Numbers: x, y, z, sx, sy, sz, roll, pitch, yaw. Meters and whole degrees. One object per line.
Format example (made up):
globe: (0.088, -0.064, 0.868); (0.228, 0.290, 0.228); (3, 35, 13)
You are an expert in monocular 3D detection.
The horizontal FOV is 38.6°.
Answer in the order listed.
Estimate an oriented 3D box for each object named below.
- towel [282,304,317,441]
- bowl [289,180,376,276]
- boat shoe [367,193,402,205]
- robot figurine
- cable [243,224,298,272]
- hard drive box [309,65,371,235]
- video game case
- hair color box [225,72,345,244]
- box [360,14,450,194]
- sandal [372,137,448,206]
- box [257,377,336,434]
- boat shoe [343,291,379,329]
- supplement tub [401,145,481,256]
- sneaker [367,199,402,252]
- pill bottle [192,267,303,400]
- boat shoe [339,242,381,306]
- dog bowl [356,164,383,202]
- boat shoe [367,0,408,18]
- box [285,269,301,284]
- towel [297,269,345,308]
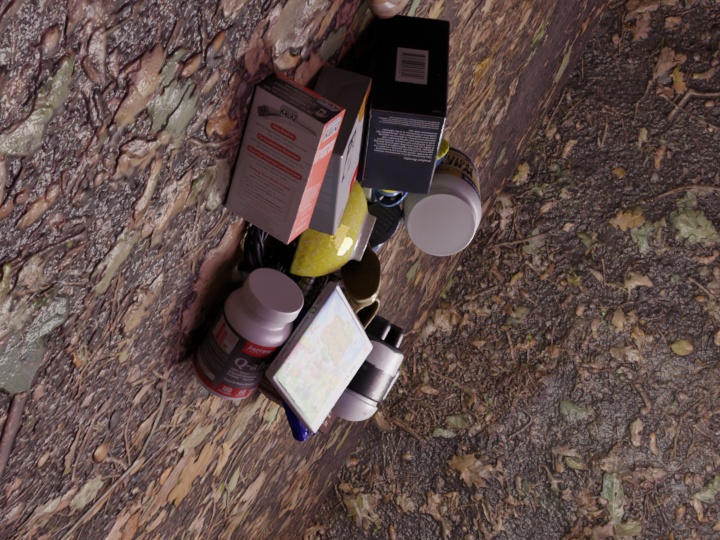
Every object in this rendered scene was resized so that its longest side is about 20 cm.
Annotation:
towel: (-0.094, 0.173, 1.726); (0.148, 0.049, 0.201); (-75, 163, -44)
bowl: (-0.037, -0.071, 1.725); (0.200, 0.107, 0.202); (-158, -90, -88)
boat shoe: (0.042, -0.112, 1.988); (0.073, 0.065, 0.200); (-45, -172, -18)
robot figurine: (0.002, 0.182, 1.931); (0.201, 0.149, 0.125); (-63, -178, -4)
cable: (-0.128, -0.059, 1.644); (0.164, 0.051, 0.200); (-60, 167, -1)
hard drive box: (-0.046, -0.178, 1.546); (0.201, 0.076, 0.157); (99, 9, -59)
video game case: (-0.061, 0.143, 1.652); (0.183, 0.022, 0.201); (-55, 146, -20)
hair color box: (-0.104, -0.150, 1.396); (0.064, 0.110, 0.201); (-45, 161, -50)
box: (0.071, -0.262, 1.633); (0.199, 0.122, 0.202); (100, -4, -59)
sandal: (0.080, -0.178, 1.786); (0.200, 0.079, 0.087); (-39, 161, -37)
box: (-0.096, 0.196, 2.076); (0.201, 0.163, 0.166); (-57, 167, -9)
boat shoe: (-0.024, 0.099, 1.766); (0.200, 0.064, 0.073); (-53, 145, -54)
supplement tub: (0.147, -0.127, 1.871); (0.201, 0.143, 0.145); (-83, -166, -60)
sneaker: (0.025, -0.080, 1.895); (0.082, 0.074, 0.200); (-50, -179, -37)
pill bottle: (-0.175, 0.098, 1.601); (0.201, 0.116, 0.116); (-56, 171, 33)
boat shoe: (0.000, 0.000, 1.795); (0.201, 0.073, 0.067); (-100, 178, -50)
dog bowl: (0.037, -0.227, 1.842); (0.201, 0.078, 0.200); (-56, 167, -20)
boat shoe: (0.080, -0.461, 1.499); (0.201, 0.071, 0.065); (-57, 168, -7)
box: (-0.081, -0.016, 1.927); (0.201, 0.049, 0.161); (-63, 165, 14)
towel: (-0.067, 0.073, 1.887); (0.167, 0.085, 0.200); (-61, 165, 10)
